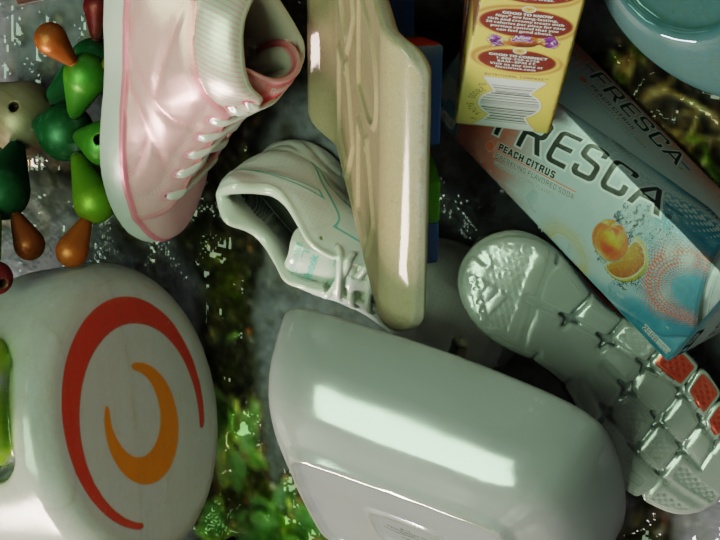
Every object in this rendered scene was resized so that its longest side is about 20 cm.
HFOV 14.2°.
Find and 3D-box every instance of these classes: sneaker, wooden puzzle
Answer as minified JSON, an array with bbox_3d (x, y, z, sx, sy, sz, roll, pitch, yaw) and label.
[{"bbox_3d":[-0.087,-0.090,1.632,0.104,0.075,0.201,17,130,20],"label":"sneaker"},{"bbox_3d":[0.014,-0.097,1.554,0.200,0.046,0.186,-111,16,-50],"label":"wooden puzzle"},{"bbox_3d":[0.134,0.045,1.585,0.077,0.082,0.200,-40,101,9],"label":"sneaker"},{"bbox_3d":[0.000,0.000,1.647,0.200,0.080,0.071,33,118,20],"label":"sneaker"}]

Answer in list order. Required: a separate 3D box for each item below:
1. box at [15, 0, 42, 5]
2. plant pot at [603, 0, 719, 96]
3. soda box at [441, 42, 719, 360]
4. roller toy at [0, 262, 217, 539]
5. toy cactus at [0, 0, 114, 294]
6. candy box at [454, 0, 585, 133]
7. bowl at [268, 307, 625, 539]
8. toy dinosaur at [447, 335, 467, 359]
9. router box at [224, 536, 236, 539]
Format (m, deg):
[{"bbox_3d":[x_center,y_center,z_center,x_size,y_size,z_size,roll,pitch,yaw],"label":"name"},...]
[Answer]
[{"bbox_3d":[-0.116,-0.220,1.662,0.199,0.075,0.101,-7,101,33],"label":"box"},{"bbox_3d":[0.191,-0.170,1.433,0.199,0.135,0.201,10,109,31],"label":"plant pot"},{"bbox_3d":[0.129,-0.049,1.549,0.200,0.068,0.064,46,124,15],"label":"soda box"},{"bbox_3d":[-0.185,0.094,1.734,0.139,0.183,0.200,-8,124,33],"label":"roller toy"},{"bbox_3d":[-0.194,-0.086,1.723,0.165,0.102,0.201,21,85,58],"label":"toy cactus"},{"bbox_3d":[0.084,-0.164,1.438,0.056,0.200,0.117,5,68,0],"label":"candy box"},{"bbox_3d":[0.041,0.114,1.578,0.199,0.075,0.200,18,159,16],"label":"bowl"},{"bbox_3d":[0.036,0.068,1.631,0.088,0.048,0.200,31,164,-22],"label":"toy dinosaur"},{"bbox_3d":[-0.152,0.259,1.760,0.062,0.150,0.200,48,113,9],"label":"router box"}]
